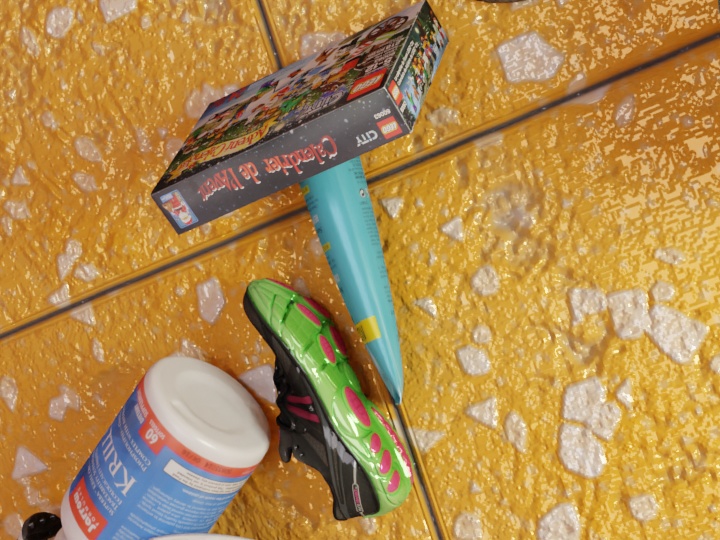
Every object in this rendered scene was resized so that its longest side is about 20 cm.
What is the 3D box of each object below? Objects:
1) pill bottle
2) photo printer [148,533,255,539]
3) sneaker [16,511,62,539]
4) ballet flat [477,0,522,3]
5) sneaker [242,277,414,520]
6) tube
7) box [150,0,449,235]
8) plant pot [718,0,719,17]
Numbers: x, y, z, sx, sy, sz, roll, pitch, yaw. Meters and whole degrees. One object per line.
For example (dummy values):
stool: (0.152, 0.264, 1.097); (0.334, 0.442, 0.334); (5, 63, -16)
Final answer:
pill bottle: (-0.165, 0.174, 1.162); (0.112, 0.112, 0.201); (42, 112, 16)
photo printer: (-0.114, 0.294, 1.133); (0.165, 0.070, 0.202); (16, 108, -21)
sneaker: (-0.245, 0.309, 1.250); (0.090, 0.066, 0.201); (-40, 74, 28)
ballet flat: (0.048, -0.232, 1.037); (0.198, 0.046, 0.068); (22, 107, 23)
sneaker: (-0.040, 0.098, 1.109); (0.083, 0.077, 0.202); (-33, 80, 22)
tube: (0.000, 0.000, 1.085); (0.050, 0.077, 0.203); (-17, 86, 3)
box: (-0.041, -0.108, 1.049); (0.198, 0.137, 0.038); (-22, 115, 27)
plant pot: (0.290, -0.171, 0.851); (0.199, 0.199, 0.190); (-29, 68, 27)
